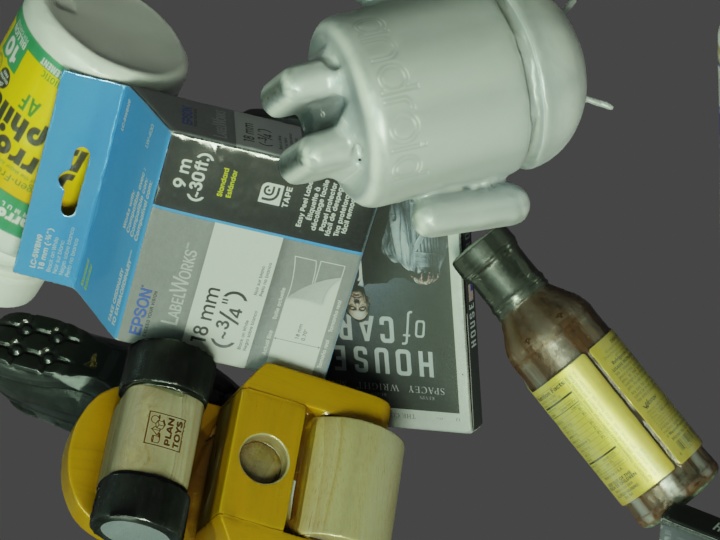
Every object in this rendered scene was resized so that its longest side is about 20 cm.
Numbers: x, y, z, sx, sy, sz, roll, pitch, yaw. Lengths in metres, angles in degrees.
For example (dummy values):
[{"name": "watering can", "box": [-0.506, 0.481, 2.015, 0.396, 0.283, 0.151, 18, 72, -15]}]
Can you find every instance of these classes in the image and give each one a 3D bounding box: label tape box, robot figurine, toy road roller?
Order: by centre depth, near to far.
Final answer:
[{"name": "robot figurine", "box": [0.046, -0.103, 1.543, 0.199, 0.113, 0.170, -15, 91, -17]}, {"name": "label tape box", "box": [-0.100, -0.024, 1.616, 0.199, 0.063, 0.145, 13, 114, -10]}, {"name": "toy road roller", "box": [-0.085, 0.134, 1.640, 0.199, 0.123, 0.146, 16, 154, -13]}]

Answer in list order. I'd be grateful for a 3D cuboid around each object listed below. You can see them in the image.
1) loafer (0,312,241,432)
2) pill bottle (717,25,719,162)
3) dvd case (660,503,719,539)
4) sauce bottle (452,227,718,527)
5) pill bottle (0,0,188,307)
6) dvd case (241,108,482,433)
[{"name": "loafer", "box": [-0.155, 0.084, 1.756, 0.200, 0.068, 0.071, 17, 148, 17]}, {"name": "pill bottle", "box": [0.259, -0.043, 1.487, 0.119, 0.120, 0.201, 4, 108, 23]}, {"name": "dvd case", "box": [0.240, 0.247, 1.574, 0.150, 0.025, 0.201, 20, 127, 30]}, {"name": "sauce bottle", "box": [0.133, 0.060, 1.611, 0.065, 0.065, 0.200, -39, 87, 29]}, {"name": "pill bottle", "box": [-0.200, -0.078, 1.691, 0.113, 0.113, 0.200, 39, 118, 9]}, {"name": "dvd case", "box": [0.000, 0.000, 1.675, 0.150, 0.025, 0.201, 3, 107, 24]}]
